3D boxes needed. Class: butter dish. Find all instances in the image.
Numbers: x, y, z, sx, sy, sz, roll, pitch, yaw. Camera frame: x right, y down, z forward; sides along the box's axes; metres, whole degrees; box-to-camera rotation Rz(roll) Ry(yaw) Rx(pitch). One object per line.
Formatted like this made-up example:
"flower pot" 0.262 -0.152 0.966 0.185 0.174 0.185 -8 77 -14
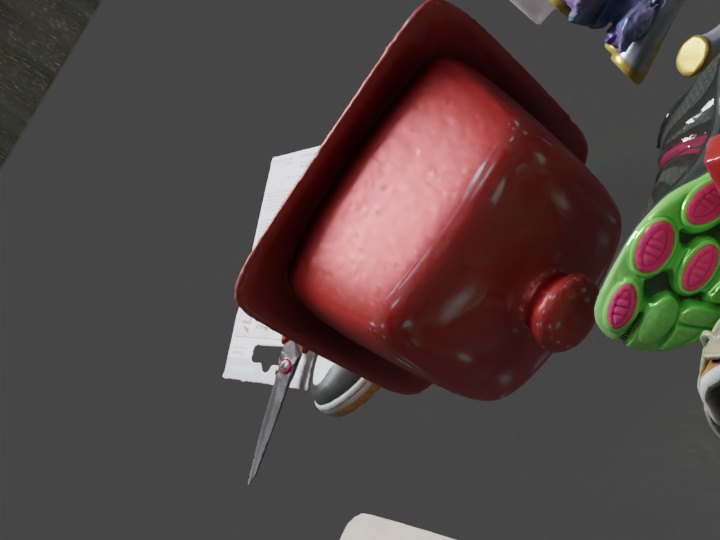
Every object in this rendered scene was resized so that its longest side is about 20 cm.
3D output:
"butter dish" 0.068 -0.007 0.655 0.148 0.199 0.201 38 94 42

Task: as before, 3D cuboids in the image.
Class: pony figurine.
"pony figurine" 0.194 -0.198 0.641 0.200 0.192 0.167 -46 60 18

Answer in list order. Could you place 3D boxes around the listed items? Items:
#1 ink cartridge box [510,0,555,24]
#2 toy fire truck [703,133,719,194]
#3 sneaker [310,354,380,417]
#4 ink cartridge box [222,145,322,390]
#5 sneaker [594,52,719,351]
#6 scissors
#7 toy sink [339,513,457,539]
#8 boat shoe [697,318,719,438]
"ink cartridge box" 0.145 -0.298 0.960 0.117 0.067 0.201 -44 28 27
"toy fire truck" 0.241 -0.083 0.463 0.199 0.049 0.141 -23 16 33
"sneaker" 0.000 0.000 0.841 0.075 0.087 0.202 -3 58 57
"ink cartridge box" -0.042 -0.002 0.992 0.160 0.050 0.202 -2 76 60
"sneaker" 0.183 -0.045 0.604 0.201 0.076 0.084 -56 7 -6
"scissors" -0.055 0.059 0.909 0.073 0.014 0.201 32 94 28
"toy sink" 0.032 0.221 0.491 0.130 0.111 0.202 -3 61 60
"boat shoe" 0.170 0.039 0.482 0.068 0.075 0.201 -9 40 10
